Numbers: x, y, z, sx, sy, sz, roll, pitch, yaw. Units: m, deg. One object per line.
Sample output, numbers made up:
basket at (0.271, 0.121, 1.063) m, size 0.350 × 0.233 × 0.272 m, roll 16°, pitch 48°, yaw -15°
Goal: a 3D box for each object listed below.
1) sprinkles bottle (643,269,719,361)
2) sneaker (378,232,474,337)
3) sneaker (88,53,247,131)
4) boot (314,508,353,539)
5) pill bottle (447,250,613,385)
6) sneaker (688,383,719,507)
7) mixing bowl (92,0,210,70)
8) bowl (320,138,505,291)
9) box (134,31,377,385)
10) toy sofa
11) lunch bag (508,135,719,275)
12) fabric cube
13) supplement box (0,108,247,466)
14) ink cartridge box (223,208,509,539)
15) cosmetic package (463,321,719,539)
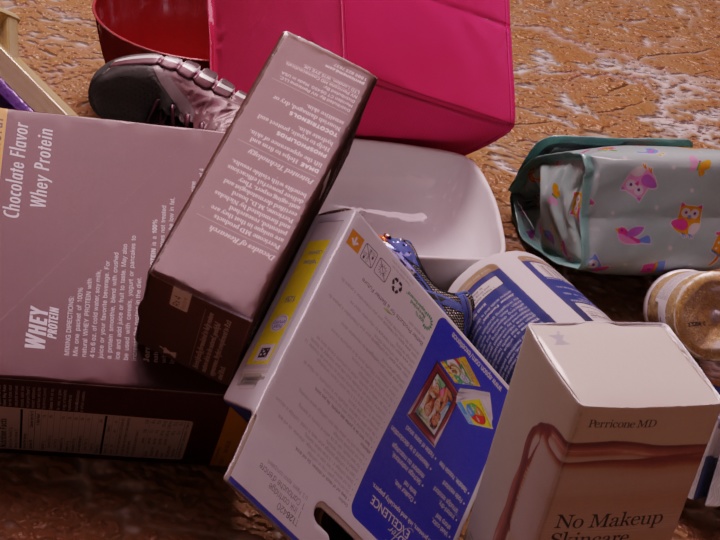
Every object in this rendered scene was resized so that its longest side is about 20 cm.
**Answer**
sprinkles bottle at (0.267, 0.033, 1.246) m, size 0.068 × 0.069 × 0.200 m, roll 14°, pitch 1°, yaw 4°
sneaker at (0.000, 0.000, 1.167) m, size 0.200 × 0.075 × 0.078 m, roll 40°, pitch 70°, yaw -1°
sneaker at (-0.124, -0.100, 1.216) m, size 0.199 × 0.076 × 0.116 m, roll 16°, pitch 34°, yaw -1°
boot at (0.005, 0.132, 1.094) m, size 0.097 × 0.075 × 0.200 m, roll 12°, pitch 23°, yaw 35°
pill bottle at (0.146, 0.076, 1.161) m, size 0.111 × 0.111 × 0.200 m, roll -4°, pitch 29°, yaw -25°
sneaker at (0.256, 0.116, 1.192) m, size 0.115 × 0.081 × 0.199 m, roll 8°, pitch 20°, yaw -35°
mixing bowl at (-0.165, -0.199, 1.537) m, size 0.199 × 0.109 × 0.200 m, roll 8°, pitch 30°, yaw -4°
bowl at (0.009, -0.035, 1.301) m, size 0.199 × 0.075 × 0.200 m, roll 6°, pitch 31°, yaw -10°
box at (-0.065, -0.040, 0.991) m, size 0.075 × 0.100 × 0.200 m, roll 27°, pitch 61°, yaw 1°
toy sofa at (-0.269, -0.122, 1.304) m, size 0.200 × 0.098 × 0.083 m, roll 44°, pitch 8°, yaw 9°
lunch bag at (0.239, -0.060, 1.421) m, size 0.170 × 0.122 × 0.200 m, roll 0°, pitch 5°, yaw -12°
fabric cube at (-0.002, -0.207, 1.402) m, size 0.199 × 0.196 × 0.201 m, roll 12°, pitch 69°, yaw -39°
supplement box at (-0.171, 0.014, 1.072) m, size 0.199 × 0.133 × 0.198 m, roll 5°, pitch 63°, yaw -11°
ink cartridge box at (0.002, 0.101, 0.985) m, size 0.047 × 0.198 × 0.200 m, roll -4°, pitch 48°, yaw 43°
cosmetic package at (0.137, 0.138, 0.978) m, size 0.103 × 0.201 × 0.087 m, roll 0°, pitch 32°, yaw -19°
